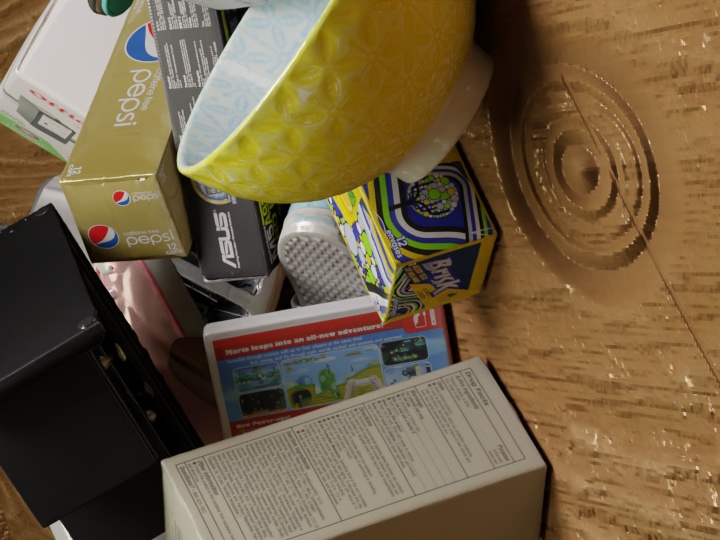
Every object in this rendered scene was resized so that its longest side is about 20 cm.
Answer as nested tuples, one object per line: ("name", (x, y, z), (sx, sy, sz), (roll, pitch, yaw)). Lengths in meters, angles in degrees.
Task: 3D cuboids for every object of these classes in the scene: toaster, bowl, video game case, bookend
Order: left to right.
("bookend", (-0.156, 0.092, 1.657), (0.199, 0.092, 0.200), (60, 179, -24))
("toaster", (-0.148, 0.000, 1.994), (0.129, 0.200, 0.114), (5, 70, 48))
("video game case", (-0.006, 0.113, 1.717), (0.017, 0.143, 0.200), (-97, -3, -68))
("bowl", (0.003, -0.107, 1.479), (0.108, 0.200, 0.200), (32, 171, -14))

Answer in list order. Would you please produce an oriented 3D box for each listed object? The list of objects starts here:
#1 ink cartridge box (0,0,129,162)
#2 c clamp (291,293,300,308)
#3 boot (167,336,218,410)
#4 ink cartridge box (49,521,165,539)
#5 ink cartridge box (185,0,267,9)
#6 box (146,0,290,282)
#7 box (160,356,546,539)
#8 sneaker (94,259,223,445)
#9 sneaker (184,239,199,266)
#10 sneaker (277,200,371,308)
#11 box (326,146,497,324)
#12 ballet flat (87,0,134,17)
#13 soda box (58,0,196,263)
("ink cartridge box", (-0.173, -0.121, 2.007), (0.145, 0.084, 0.200), (31, 169, -8))
("c clamp", (-0.014, 0.090, 1.922), (0.171, 0.027, 0.200), (-131, 28, -56))
("boot", (-0.036, 0.132, 1.780), (0.070, 0.200, 0.147), (-63, -10, -58))
("ink cartridge box", (-0.106, 0.136, 1.883), (0.146, 0.200, 0.084), (62, 161, 20))
("ink cartridge box", (-0.099, -0.252, 1.507), (0.146, 0.146, 0.201), (-173, 97, -73))
("box", (-0.070, -0.116, 1.722), (0.160, 0.044, 0.200), (-57, -40, -61))
("box", (-0.003, 0.131, 1.612), (0.078, 0.200, 0.095), (91, 157, -47))
("sneaker", (-0.149, 0.043, 1.796), (0.201, 0.104, 0.075), (64, 176, -17))
("sneaker", (-0.101, -0.037, 1.827), (0.200, 0.086, 0.078), (-38, -60, -73))
("sneaker", (0.000, 0.000, 1.749), (0.200, 0.074, 0.082), (82, -156, -58))
("box", (0.007, -0.077, 1.618), (0.070, 0.064, 0.200), (101, 148, -60))
("ballet flat", (-0.137, -0.258, 1.784), (0.068, 0.068, 0.200), (33, 108, 19))
("soda box", (-0.119, -0.095, 1.739), (0.200, 0.064, 0.068), (-75, -26, -46))
